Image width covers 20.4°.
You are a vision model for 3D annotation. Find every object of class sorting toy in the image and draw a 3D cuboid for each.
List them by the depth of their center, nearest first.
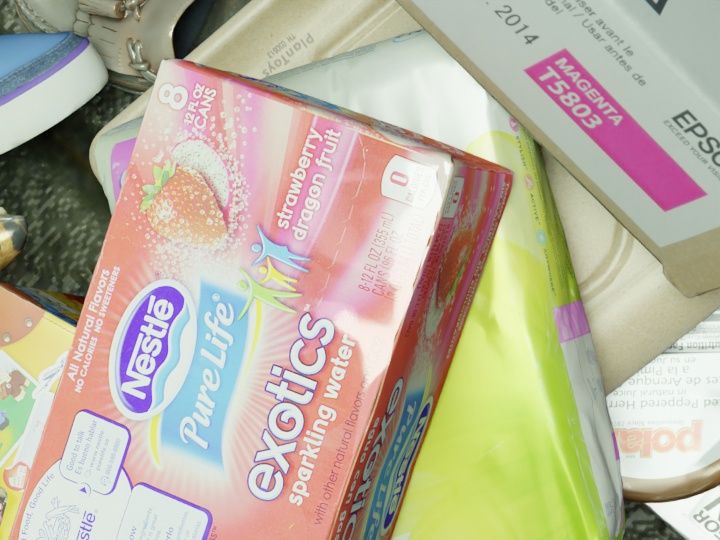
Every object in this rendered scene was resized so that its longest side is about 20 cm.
[{"bbox_3d":[0.020,-0.023,0.764,0.185,0.036,0.201,-39,82,11],"label":"sorting toy"}]

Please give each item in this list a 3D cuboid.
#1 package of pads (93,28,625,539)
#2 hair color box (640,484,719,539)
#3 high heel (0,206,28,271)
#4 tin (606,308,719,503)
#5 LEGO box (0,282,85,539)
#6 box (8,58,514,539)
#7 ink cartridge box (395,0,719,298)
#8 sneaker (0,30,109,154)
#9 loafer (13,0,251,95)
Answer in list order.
[{"bbox_3d":[0.004,0.024,0.714,0.153,0.068,0.202,-16,88,14],"label":"package of pads"},{"bbox_3d":[0.205,0.041,0.808,0.099,0.061,0.200,40,91,9],"label":"hair color box"},{"bbox_3d":[-0.194,0.052,0.785,0.199,0.071,0.144,-13,80,36],"label":"high heel"},{"bbox_3d":[0.110,-0.011,0.777,0.111,0.042,0.202,-2,85,13],"label":"tin"},{"bbox_3d":[-0.141,0.113,0.798,0.077,0.149,0.201,27,90,7],"label":"LEGO box"},{"bbox_3d":[-0.036,0.045,0.641,0.102,0.095,0.202,19,96,14],"label":"box"},{"bbox_3d":[0.101,-0.119,0.684,0.200,0.075,0.165,42,54,-20],"label":"ink cartridge box"},{"bbox_3d":[-0.215,-0.104,0.800,0.199,0.081,0.148,-19,107,-3],"label":"sneaker"},{"bbox_3d":[-0.057,-0.101,0.843,0.198,0.063,0.072,19,90,7],"label":"loafer"}]
